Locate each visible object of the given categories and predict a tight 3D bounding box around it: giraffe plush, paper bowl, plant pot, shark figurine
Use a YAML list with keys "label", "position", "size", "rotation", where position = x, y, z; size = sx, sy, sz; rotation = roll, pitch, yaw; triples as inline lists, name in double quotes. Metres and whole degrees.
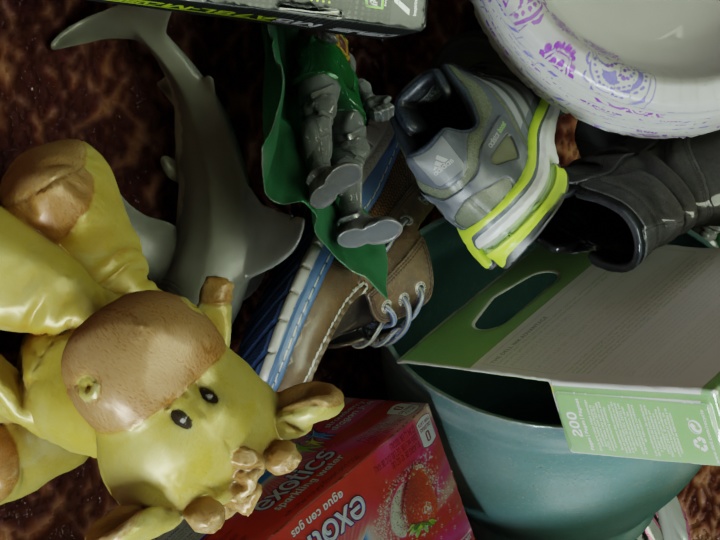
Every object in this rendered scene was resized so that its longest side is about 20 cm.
- label: "giraffe plush"
  position: [-0.106, 0.055, 1.233]
  size: [0.200, 0.162, 0.173]
  rotation: [36, 86, -34]
- label: "paper bowl"
  position: [0.151, -0.167, 1.425]
  size: [0.200, 0.104, 0.201]
  rotation: [2, 77, -7]
- label: "plant pot"
  position: [0.106, 0.071, 1.492]
  size: [0.200, 0.200, 0.134]
  rotation: [-37, 141, -40]
- label: "shark figurine"
  position: [-0.069, -0.042, 1.359]
  size: [0.128, 0.089, 0.215]
  rotation: [-15, 105, -47]

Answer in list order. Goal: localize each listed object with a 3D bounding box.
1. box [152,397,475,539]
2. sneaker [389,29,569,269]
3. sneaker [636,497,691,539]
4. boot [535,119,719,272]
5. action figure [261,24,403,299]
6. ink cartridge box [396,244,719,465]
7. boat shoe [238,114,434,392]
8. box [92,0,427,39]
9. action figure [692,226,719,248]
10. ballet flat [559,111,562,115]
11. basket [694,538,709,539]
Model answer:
- label: "box"
  position: [-0.045, 0.150, 1.381]
  size: [0.200, 0.100, 0.096]
  rotation: [-38, 118, -40]
- label: "sneaker"
  position: [0.057, -0.082, 1.429]
  size: [0.081, 0.074, 0.200]
  rotation: [42, 17, -22]
- label: "sneaker"
  position: [0.137, 0.124, 1.608]
  size: [0.086, 0.080, 0.200]
  rotation: [16, 72, -34]
- label: "boot"
  position: [0.134, -0.055, 1.474]
  size: [0.132, 0.200, 0.070]
  rotation: [-17, 105, -23]
- label: "action figure"
  position: [-0.019, -0.093, 1.374]
  size: [0.118, 0.055, 0.200]
  rotation: [56, 16, -41]
- label: "ink cartridge box"
  position: [0.139, 0.036, 1.393]
  size: [0.146, 0.200, 0.048]
  rotation: [-38, 118, -40]
- label: "boat shoe"
  position: [0.000, 0.000, 1.408]
  size: [0.072, 0.072, 0.200]
  rotation: [32, 52, -9]
- label: "box"
  position: [-0.055, -0.217, 1.284]
  size: [0.193, 0.048, 0.200]
  rotation: [4, 87, -25]
- label: "action figure"
  position: [0.220, -0.056, 1.668]
  size: [0.118, 0.055, 0.200]
  rotation: [-26, 125, -54]
- label: "ballet flat"
  position: [0.116, -0.134, 1.576]
  size: [0.200, 0.069, 0.071]
  rotation: [-38, 100, -44]
- label: "basket"
  position: [0.250, 0.267, 1.644]
  size: [0.149, 0.143, 0.200]
  rotation: [29, 69, -69]
